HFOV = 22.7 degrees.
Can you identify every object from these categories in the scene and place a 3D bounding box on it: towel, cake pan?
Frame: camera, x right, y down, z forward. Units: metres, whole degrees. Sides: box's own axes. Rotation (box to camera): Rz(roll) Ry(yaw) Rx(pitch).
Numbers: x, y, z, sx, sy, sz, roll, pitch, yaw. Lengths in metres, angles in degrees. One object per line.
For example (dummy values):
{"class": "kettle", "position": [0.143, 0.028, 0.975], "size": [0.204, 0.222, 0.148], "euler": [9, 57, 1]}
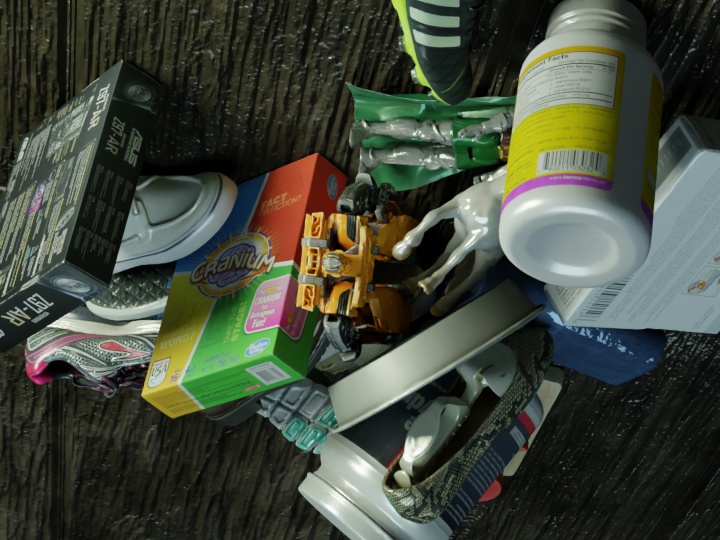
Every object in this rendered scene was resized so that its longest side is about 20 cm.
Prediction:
{"class": "towel", "position": [0.163, 0.039, 1.573], "size": [0.199, 0.049, 0.112], "euler": [23, 162, -13]}
{"class": "cake pan", "position": [0.055, 0.066, 1.446], "size": [0.200, 0.200, 0.037], "euler": [-33, 87, 46]}

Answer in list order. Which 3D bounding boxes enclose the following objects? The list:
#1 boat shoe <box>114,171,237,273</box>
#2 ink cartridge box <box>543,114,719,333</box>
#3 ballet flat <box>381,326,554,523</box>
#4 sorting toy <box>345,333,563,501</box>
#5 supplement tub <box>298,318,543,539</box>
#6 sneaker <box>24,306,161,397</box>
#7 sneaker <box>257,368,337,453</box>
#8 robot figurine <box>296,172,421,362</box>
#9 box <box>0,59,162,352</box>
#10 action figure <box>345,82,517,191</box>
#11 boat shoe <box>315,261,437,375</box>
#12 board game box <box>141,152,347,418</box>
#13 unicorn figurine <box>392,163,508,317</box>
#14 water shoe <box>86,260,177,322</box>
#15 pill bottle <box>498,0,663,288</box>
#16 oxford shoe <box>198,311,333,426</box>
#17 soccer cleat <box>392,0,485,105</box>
{"class": "boat shoe", "position": [-0.193, -0.049, 1.547], "size": [0.199, 0.071, 0.070], "euler": [-14, 142, 42]}
{"class": "ink cartridge box", "position": [0.267, -0.031, 1.417], "size": [0.173, 0.044, 0.200], "euler": [4, 136, -35]}
{"class": "ballet flat", "position": [0.087, 0.118, 1.491], "size": [0.068, 0.200, 0.075], "euler": [31, 170, 43]}
{"class": "sorting toy", "position": [0.077, 0.152, 1.761], "size": [0.198, 0.070, 0.200], "euler": [13, 146, -3]}
{"class": "supplement tub", "position": [0.054, 0.156, 1.596], "size": [0.140, 0.200, 0.140], "euler": [39, 170, 8]}
{"class": "sneaker", "position": [-0.227, 0.088, 1.749], "size": [0.199, 0.075, 0.081], "euler": [6, 146, 7]}
{"class": "sneaker", "position": [-0.089, 0.099, 1.708], "size": [0.200, 0.078, 0.091], "euler": [40, -170, 6]}
{"class": "robot figurine", "position": [0.000, 0.000, 1.428], "size": [0.058, 0.146, 0.200], "euler": [5, 178, 18]}
{"class": "box", "position": [-0.238, -0.051, 1.434], "size": [0.043, 0.201, 0.160], "euler": [31, 140, -29]}
{"class": "action figure", "position": [0.094, -0.101, 1.403], "size": [0.199, 0.055, 0.118], "euler": [-3, 141, 12]}
{"class": "boat shoe", "position": [0.008, 0.045, 1.613], "size": [0.068, 0.075, 0.200], "euler": [45, 147, -19]}
{"class": "board game box", "position": [-0.095, 0.013, 1.487], "size": [0.153, 0.201, 0.040], "euler": [-19, 136, 37]}
{"class": "unicorn figurine", "position": [0.094, -0.032, 1.383], "size": [0.074, 0.137, 0.200], "euler": [50, 174, -1]}
{"class": "water shoe", "position": [-0.157, 0.024, 1.637], "size": [0.199, 0.072, 0.079], "euler": [-6, 145, 25]}
{"class": "pill bottle", "position": [0.157, -0.095, 1.255], "size": [0.104, 0.201, 0.104], "euler": [8, 147, 5]}
{"class": "oxford shoe", "position": [-0.091, 0.064, 1.587], "size": [0.084, 0.073, 0.200], "euler": [28, 121, -37]}
{"class": "soccer cleat", "position": [0.061, -0.191, 1.269], "size": [0.081, 0.068, 0.200], "euler": [-13, 141, 11]}
